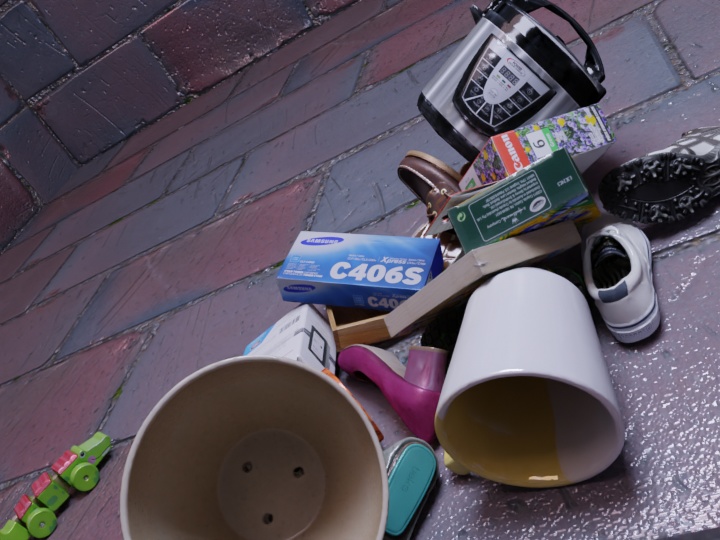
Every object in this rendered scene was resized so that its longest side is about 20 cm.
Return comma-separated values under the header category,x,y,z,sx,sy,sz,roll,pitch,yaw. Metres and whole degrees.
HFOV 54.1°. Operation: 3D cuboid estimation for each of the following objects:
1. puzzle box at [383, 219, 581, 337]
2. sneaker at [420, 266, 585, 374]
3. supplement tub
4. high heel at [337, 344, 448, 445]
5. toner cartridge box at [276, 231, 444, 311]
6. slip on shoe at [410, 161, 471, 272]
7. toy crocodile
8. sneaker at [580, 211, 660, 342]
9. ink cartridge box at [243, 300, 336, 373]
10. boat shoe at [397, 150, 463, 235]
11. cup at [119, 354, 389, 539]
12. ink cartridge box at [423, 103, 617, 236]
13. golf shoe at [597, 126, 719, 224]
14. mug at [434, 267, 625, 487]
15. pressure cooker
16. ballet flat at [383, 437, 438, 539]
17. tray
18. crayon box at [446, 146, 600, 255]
category,x,y,z,sx,sy,sz,roll,pitch,yaw
puzzle box,0.120,0.012,0.736,0.131,0.026,0.200,-17,-14,-28
sneaker,0.153,0.060,0.752,0.198,0.079,0.085,-28,-8,27
supplement tub,-0.079,0.202,0.714,0.199,0.123,0.122,-41,28,-12
high heel,0.024,0.135,0.785,0.199,0.066,0.098,-14,63,61
toner cartridge box,0.000,0.000,0.902,0.196,0.044,0.096,4,43,20
slip on shoe,0.122,-0.055,0.961,0.075,0.061,0.202,25,77,22
toy crocodile,-0.439,0.312,1.009,0.067,0.062,0.200,6,48,51
sneaker,0.262,-0.016,0.725,0.072,0.071,0.201,-24,27,20
ink cartridge box,-0.092,0.129,0.853,0.115,0.068,0.201,-37,16,13
boat shoe,0.119,-0.079,0.898,0.199,0.071,0.071,36,78,24
cup,-0.078,0.181,0.583,0.200,0.201,0.143,-40,-10,-10
ink cartridge box,0.157,-0.104,0.744,0.197,0.051,0.109,-19,-14,-16
golf shoe,0.353,-0.108,0.767,0.196,0.079,0.095,-13,20,9
mug,0.130,0.085,0.623,0.184,0.150,0.155,-21,35,29
pressure cooker,0.186,-0.224,0.857,0.200,0.175,0.180,-47,40,17
ballet flat,0.010,0.243,0.636,0.201,0.067,0.064,-55,6,-33
tray,-0.002,0.032,0.955,0.097,0.038,0.201,-13,29,-4
crayon box,0.179,-0.057,0.736,0.124,0.052,0.199,-29,-12,19
